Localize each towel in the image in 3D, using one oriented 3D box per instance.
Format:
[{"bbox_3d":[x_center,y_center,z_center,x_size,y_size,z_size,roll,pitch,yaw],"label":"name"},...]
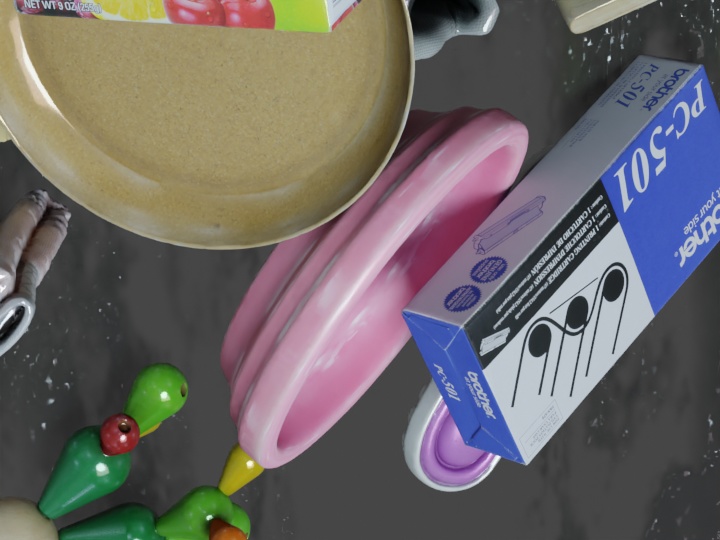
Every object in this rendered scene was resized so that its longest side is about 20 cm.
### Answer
[{"bbox_3d":[-0.201,0.059,1.037,0.032,0.191,0.200,42,96,-9],"label":"towel"}]

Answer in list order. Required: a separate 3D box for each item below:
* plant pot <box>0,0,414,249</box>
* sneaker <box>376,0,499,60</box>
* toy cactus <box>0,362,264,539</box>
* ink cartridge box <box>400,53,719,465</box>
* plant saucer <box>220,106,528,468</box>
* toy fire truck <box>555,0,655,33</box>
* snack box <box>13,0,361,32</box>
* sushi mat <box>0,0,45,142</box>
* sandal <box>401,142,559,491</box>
[{"bbox_3d":[-0.071,-0.103,1.023,0.200,0.027,0.200,7,121,12],"label":"plant pot"},{"bbox_3d":[-0.021,-0.144,1.041,0.200,0.116,0.075,12,113,-32],"label":"sneaker"},{"bbox_3d":[-0.133,0.141,1.183,0.165,0.102,0.200,0,127,-15],"label":"toy cactus"},{"bbox_3d":[0.110,-0.008,1.184,0.200,0.044,0.094,-47,130,-27],"label":"ink cartridge box"},{"bbox_3d":[0.000,0.000,1.125,0.201,0.051,0.201,-50,169,-14],"label":"plant saucer"},{"bbox_3d":[0.178,-0.166,1.090,0.200,0.176,0.129,8,115,-30],"label":"toy fire truck"},{"bbox_3d":[-0.077,-0.194,0.919,0.142,0.053,0.200,5,120,21],"label":"snack box"},{"bbox_3d":[-0.179,-0.140,1.030,0.096,0.012,0.200,-14,124,-21],"label":"sushi mat"},{"bbox_3d":[0.088,0.032,1.243,0.082,0.050,0.203,9,113,-32],"label":"sandal"}]
